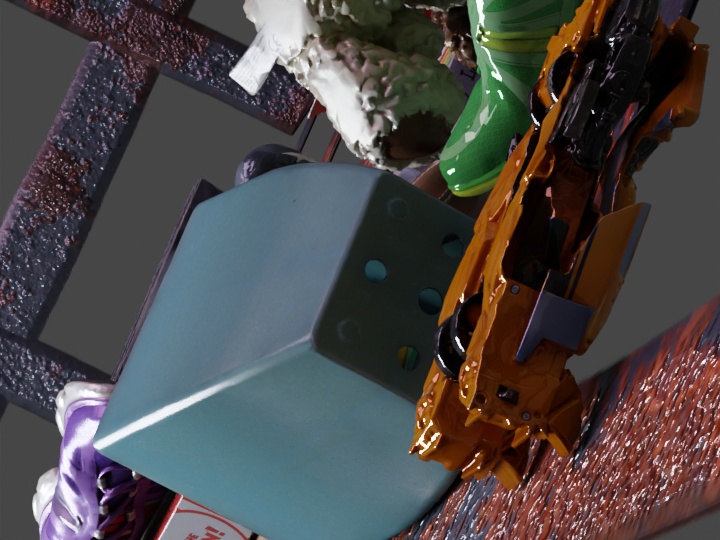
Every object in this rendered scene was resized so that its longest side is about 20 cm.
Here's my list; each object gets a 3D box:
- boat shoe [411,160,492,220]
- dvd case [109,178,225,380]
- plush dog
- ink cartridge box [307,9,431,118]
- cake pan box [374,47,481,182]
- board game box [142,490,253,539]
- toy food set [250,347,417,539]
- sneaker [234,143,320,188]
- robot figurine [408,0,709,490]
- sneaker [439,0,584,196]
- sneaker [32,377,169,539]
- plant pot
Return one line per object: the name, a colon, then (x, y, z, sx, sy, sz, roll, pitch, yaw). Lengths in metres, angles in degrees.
boat shoe: (0.000, 0.000, 1.345, 0.075, 0.074, 0.200, -17, 28, 49)
dvd case: (-0.072, 0.052, 1.602, 0.016, 0.148, 0.201, -39, 23, 45)
plush dog: (0.019, -0.178, 1.398, 0.171, 0.160, 0.201, -29, -52, -39)
ink cartridge box: (0.055, -0.189, 1.704, 0.162, 0.050, 0.201, -31, -30, -57)
cake pan box: (0.062, -0.109, 1.558, 0.184, 0.052, 0.201, 128, 166, -75)
board game box: (-0.070, 0.095, 1.431, 0.152, 0.046, 0.200, -60, 7, 36)
toy food set: (-0.029, 0.125, 1.409, 0.201, 0.048, 0.198, -71, 8, -47)
sneaker: (-0.048, -0.022, 1.551, 0.078, 0.086, 0.200, -43, -30, -9)
robot figurine: (0.079, -0.020, 0.996, 0.145, 0.058, 0.201, 134, 160, -71)
sneaker: (0.084, -0.129, 1.273, 0.074, 0.083, 0.201, -77, 13, -63)
sneaker: (-0.132, 0.126, 1.381, 0.200, 0.080, 0.084, 112, 162, -53)
plant pot: (-0.009, 0.034, 1.184, 0.200, 0.141, 0.142, -31, 33, 63)
